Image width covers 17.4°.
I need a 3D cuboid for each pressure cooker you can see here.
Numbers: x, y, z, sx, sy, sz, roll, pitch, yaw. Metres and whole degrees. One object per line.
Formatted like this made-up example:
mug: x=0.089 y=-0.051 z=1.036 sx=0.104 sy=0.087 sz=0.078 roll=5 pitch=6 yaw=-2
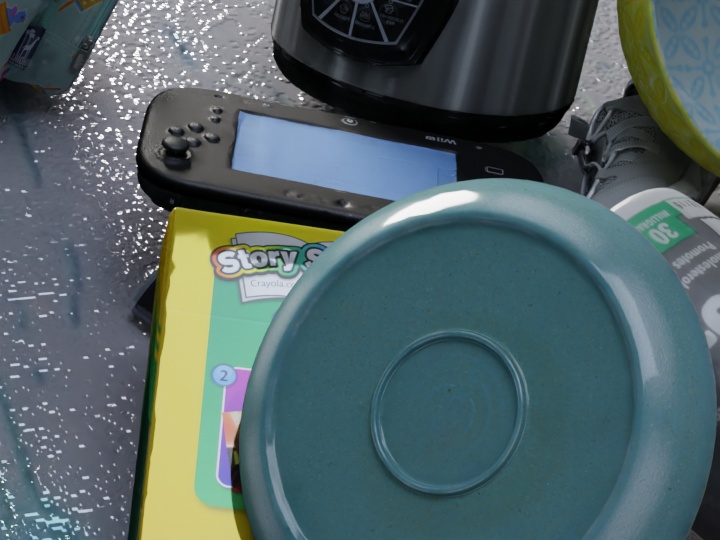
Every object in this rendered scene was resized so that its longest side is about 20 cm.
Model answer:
pressure cooker: x=0.047 y=-0.187 z=1.241 sx=0.175 sy=0.201 sz=0.179 roll=5 pitch=23 yaw=-22

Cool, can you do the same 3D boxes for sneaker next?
sneaker: x=0.133 y=-0.045 z=1.214 sx=0.082 sy=0.075 sz=0.200 roll=37 pitch=30 yaw=8

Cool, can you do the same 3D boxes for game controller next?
game controller: x=-0.008 y=-0.045 z=1.130 sx=0.198 sy=0.042 sz=0.105 roll=11 pitch=38 yaw=-5

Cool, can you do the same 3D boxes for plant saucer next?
plant saucer: x=0.037 y=0.057 z=0.904 sx=0.200 sy=0.201 sz=0.027 roll=40 pitch=3 yaw=30

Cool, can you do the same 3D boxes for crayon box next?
crayon box: x=0.005 y=0.071 z=1.009 sx=0.198 sy=0.058 sz=0.174 roll=9 pitch=56 yaw=-7

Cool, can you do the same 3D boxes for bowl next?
bowl: x=0.203 y=-0.131 z=1.199 sx=0.199 sy=0.202 sz=0.108 roll=-8 pitch=3 yaw=-26

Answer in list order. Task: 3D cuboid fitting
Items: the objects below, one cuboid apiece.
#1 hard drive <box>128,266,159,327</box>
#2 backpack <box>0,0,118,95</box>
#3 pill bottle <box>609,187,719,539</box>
hard drive: x=0.000 y=0.000 z=1.145 sx=0.135 sy=0.043 sz=0.200 roll=35 pitch=43 yaw=25
backpack: x=-0.191 y=-0.199 z=1.206 sx=0.152 sy=0.201 sz=0.176 roll=10 pitch=33 yaw=-32
pill bottle: x=0.163 y=0.065 z=0.922 sx=0.113 sy=0.114 sz=0.200 roll=-25 pitch=51 yaw=-39
